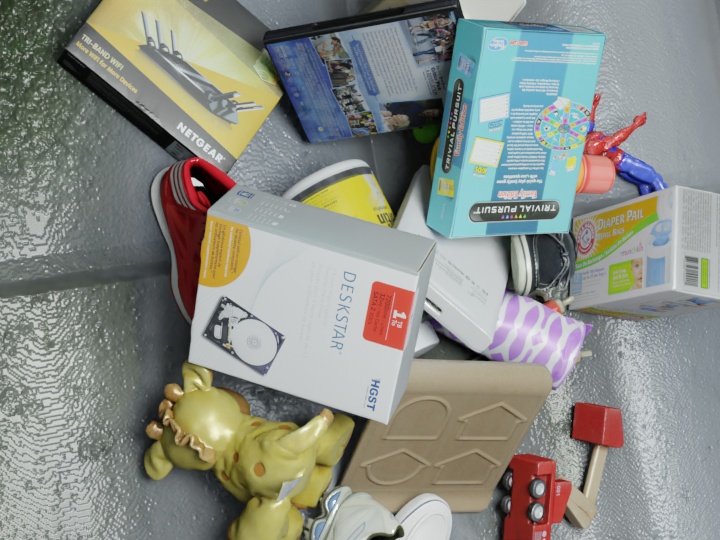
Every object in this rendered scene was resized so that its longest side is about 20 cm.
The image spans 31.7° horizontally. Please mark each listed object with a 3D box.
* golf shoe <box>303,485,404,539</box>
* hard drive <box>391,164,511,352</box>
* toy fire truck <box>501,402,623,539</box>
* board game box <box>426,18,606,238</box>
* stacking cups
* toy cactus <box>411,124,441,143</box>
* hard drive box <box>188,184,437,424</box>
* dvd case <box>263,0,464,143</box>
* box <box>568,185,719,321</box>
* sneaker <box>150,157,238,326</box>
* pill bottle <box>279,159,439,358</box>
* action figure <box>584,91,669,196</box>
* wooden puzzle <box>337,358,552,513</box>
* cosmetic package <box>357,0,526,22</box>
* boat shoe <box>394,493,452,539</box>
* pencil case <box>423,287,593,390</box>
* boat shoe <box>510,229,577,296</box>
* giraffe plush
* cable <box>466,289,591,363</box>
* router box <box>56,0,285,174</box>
[{"bbox_3d":[-0.022,0.317,1.234,0.078,0.096,0.203,19,90,-52],"label":"golf shoe"},{"bbox_3d":[0.089,-0.017,1.263,0.132,0.027,0.201,39,31,-9],"label":"hard drive"},{"bbox_3d":[0.218,0.248,1.381,0.140,0.048,0.203,3,91,-38],"label":"toy fire truck"},{"bbox_3d":[0.150,-0.136,1.230,0.149,0.047,0.203,-3,112,-32],"label":"board game box"},{"bbox_3d":[0.172,-0.101,1.321,0.197,0.060,0.061,5,81,-22],"label":"stacking cups"},{"bbox_3d":[0.135,-0.170,1.395,0.197,0.102,0.167,-4,66,-21],"label":"toy cactus"},{"bbox_3d":[-0.045,0.029,1.150,0.197,0.077,0.158,15,115,11],"label":"hard drive box"},{"bbox_3d":[0.018,-0.194,1.253,0.143,0.197,0.018,65,25,-45],"label":"dvd case"},{"bbox_3d":[0.322,-0.014,1.382,0.100,0.200,0.114,9,78,-22],"label":"box"},{"bbox_3d":[-0.143,-0.013,1.229,0.078,0.115,0.202,-26,93,-22],"label":"sneaker"},{"bbox_3d":[0.000,0.000,1.272,0.111,0.112,0.202,-23,81,-23],"label":"pill bottle"},{"bbox_3d":[0.317,-0.145,1.470,0.198,0.065,0.100,25,83,-19],"label":"action figure"},{"bbox_3d":[0.080,0.165,1.298,0.183,0.202,0.047,3,37,-23],"label":"wooden puzzle"},{"bbox_3d":[0.068,-0.256,1.302,0.104,0.200,0.073,44,66,-11],"label":"cosmetic package"},{"bbox_3d":[0.045,0.325,1.285,0.073,0.065,0.202,29,80,-22],"label":"boat shoe"},{"bbox_3d":[0.142,0.049,1.341,0.198,0.084,0.086,30,49,0],"label":"pencil case"},{"bbox_3d":[0.194,-0.017,1.336,0.061,0.200,0.076,-2,95,16],"label":"boat shoe"},{"bbox_3d":[-0.119,0.172,1.210,0.161,0.200,0.174,27,77,14],"label":"giraffe plush"},{"bbox_3d":[0.161,0.086,1.381,0.198,0.050,0.098,-24,97,-24],"label":"cable"},{"bbox_3d":[-0.177,-0.210,1.274,0.199,0.052,0.158,38,70,-15],"label":"router box"}]
